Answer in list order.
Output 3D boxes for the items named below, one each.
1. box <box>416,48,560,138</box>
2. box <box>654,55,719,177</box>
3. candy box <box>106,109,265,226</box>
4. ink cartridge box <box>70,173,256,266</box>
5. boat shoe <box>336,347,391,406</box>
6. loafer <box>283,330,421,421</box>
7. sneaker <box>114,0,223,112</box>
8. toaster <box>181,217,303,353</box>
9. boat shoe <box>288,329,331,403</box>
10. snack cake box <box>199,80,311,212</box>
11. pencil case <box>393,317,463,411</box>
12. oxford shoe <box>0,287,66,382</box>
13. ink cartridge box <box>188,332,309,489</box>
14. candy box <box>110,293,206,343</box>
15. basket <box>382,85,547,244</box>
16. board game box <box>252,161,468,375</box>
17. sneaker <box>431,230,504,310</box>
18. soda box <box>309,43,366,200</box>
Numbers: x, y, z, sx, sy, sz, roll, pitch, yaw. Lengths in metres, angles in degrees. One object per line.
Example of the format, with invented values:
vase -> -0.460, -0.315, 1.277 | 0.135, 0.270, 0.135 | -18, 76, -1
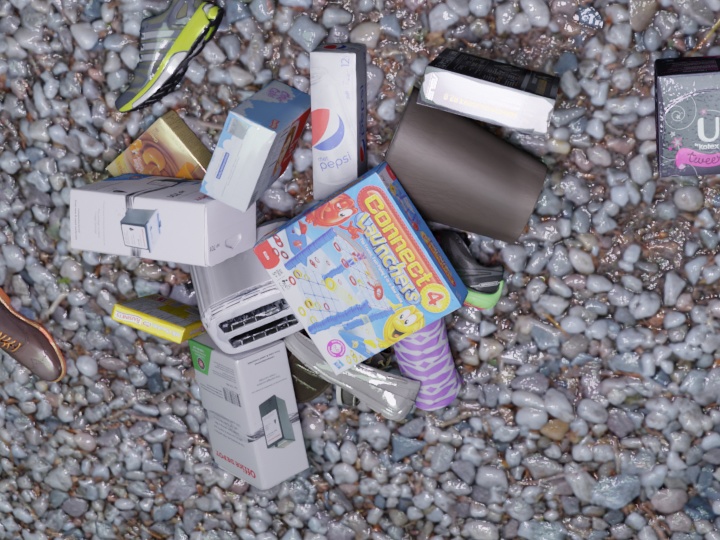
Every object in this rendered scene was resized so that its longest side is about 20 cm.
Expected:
box -> 0.161, -0.221, 1.529 | 0.158, 0.200, 0.049 | 16, 108, 5
box -> 0.461, -0.190, 1.519 | 0.199, 0.115, 0.133 | -2, 109, 13
candy box -> -0.242, -0.108, 1.736 | 0.115, 0.055, 0.200 | -38, 98, 22
ink cartridge box -> -0.254, -0.069, 1.627 | 0.199, 0.146, 0.086 | 5, 105, 21
boat shoe -> 0.015, 0.105, 1.747 | 0.060, 0.072, 0.203 | 19, 109, 10
loafer -> -0.011, 0.129, 1.691 | 0.199, 0.070, 0.070 | 30, 89, 9
sneaker -> -0.269, -0.295, 1.674 | 0.081, 0.074, 0.200 | 43, 105, 2
toaster -> -0.149, 0.025, 1.693 | 0.199, 0.130, 0.114 | -20, 137, 4
boat shoe -> -0.050, 0.095, 1.762 | 0.072, 0.068, 0.201 | 25, 111, -6
snack cake box -> -0.130, -0.165, 1.612 | 0.067, 0.200, 0.115 | 25, 113, 3
pencil case -> 0.087, 0.100, 1.690 | 0.084, 0.085, 0.201 | 33, 149, 38
oxford shoe -> -0.526, 0.100, 1.863 | 0.200, 0.073, 0.071 | 44, 112, -5
ink cartridge box -> -0.160, 0.190, 1.774 | 0.146, 0.084, 0.201 | 16, 121, 52
candy box -> -0.267, 0.064, 1.727 | 0.102, 0.200, 0.027 | 17, 95, 6
basket -> 0.128, -0.124, 1.609 | 0.199, 0.136, 0.181 | 22, 136, -1
board game box -> 0.000, 0.000, 1.565 | 0.195, 0.056, 0.200 | -31, 99, 22
sneaker -> 0.106, -0.021, 1.692 | 0.199, 0.077, 0.084 | 30, 84, 4
soda box -> -0.028, -0.195, 1.651 | 0.063, 0.068, 0.201 | 4, 111, 11
